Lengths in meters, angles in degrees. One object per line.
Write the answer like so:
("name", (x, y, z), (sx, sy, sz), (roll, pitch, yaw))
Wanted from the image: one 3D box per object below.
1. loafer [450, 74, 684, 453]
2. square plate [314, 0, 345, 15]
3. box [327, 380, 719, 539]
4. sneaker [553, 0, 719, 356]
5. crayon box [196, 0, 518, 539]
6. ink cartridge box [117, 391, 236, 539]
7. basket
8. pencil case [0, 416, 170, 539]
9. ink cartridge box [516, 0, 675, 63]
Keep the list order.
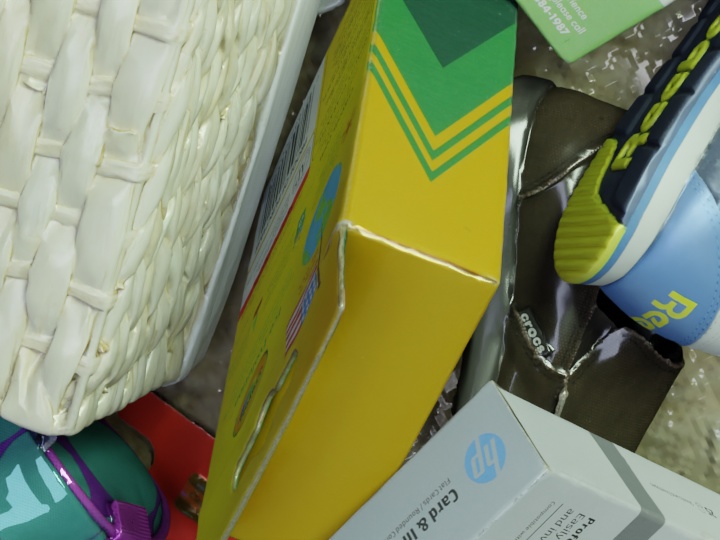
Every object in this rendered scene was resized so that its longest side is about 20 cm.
("loafer", (0.072, 0.037, 0.784), (0.071, 0.073, 0.201), (5, 98, 18))
("square plate", (-0.116, -0.166, 0.839), (0.197, 0.028, 0.201), (-14, 93, 17))
("box", (0.055, 0.126, 0.745), (0.156, 0.200, 0.041), (-45, 49, 16))
("sneaker", (0.146, -0.058, 0.743), (0.082, 0.074, 0.200), (38, 87, -9))
("crayon box", (0.000, 0.000, 0.721), (0.051, 0.200, 0.127), (20, 128, -9))
("ink cartridge box", (-0.148, 0.121, 0.877), (0.162, 0.057, 0.200), (35, 110, 10))
("basket", (-0.103, -0.059, 0.770), (0.135, 0.123, 0.201), (21, 109, 9))
("pencil case", (-0.167, 0.122, 0.823), (0.200, 0.085, 0.092), (-39, 48, 3))
("ink cartridge box", (0.114, -0.168, 0.717), (0.200, 0.067, 0.117), (-29, 115, 25))
